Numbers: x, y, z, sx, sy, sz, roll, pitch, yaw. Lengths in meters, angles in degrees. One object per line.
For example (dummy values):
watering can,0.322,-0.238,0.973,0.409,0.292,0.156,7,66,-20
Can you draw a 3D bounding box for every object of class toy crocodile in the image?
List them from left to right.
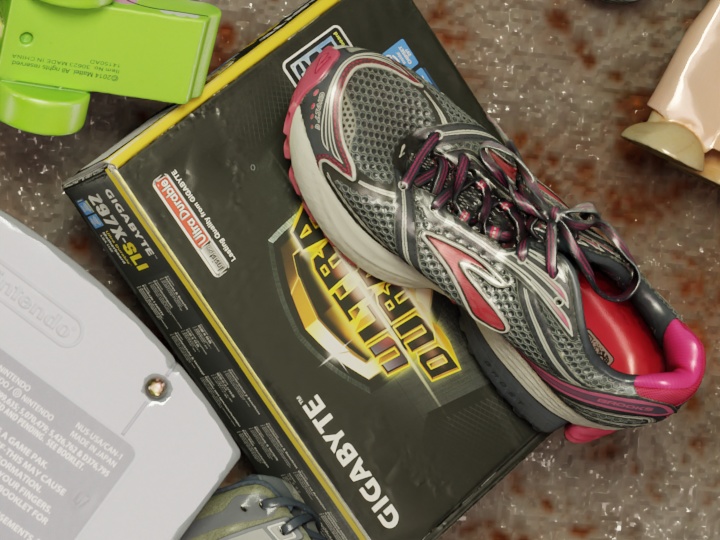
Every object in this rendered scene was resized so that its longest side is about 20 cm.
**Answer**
toy crocodile,-0.151,-0.093,1.005,0.200,0.062,0.068,3,117,-15

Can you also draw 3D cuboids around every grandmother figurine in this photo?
grandmother figurine,0.186,-0.130,1.142,0.121,0.061,0.200,23,94,-52

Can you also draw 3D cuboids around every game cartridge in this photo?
game cartridge,-0.150,0.046,0.996,0.200,0.040,0.133,38,87,-8

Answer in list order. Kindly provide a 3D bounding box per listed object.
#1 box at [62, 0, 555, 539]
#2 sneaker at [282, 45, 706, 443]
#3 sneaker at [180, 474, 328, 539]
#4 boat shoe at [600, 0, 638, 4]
box,0.000,0.000,1.091,0.160,0.049,0.200,-40,102,-32
sneaker,0.055,-0.017,1.055,0.200,0.075,0.081,42,64,-17
sneaker,-0.027,0.122,1.030,0.200,0.074,0.081,16,82,14
boat shoe,0.115,-0.192,1.091,0.072,0.068,0.200,-2,125,-14
